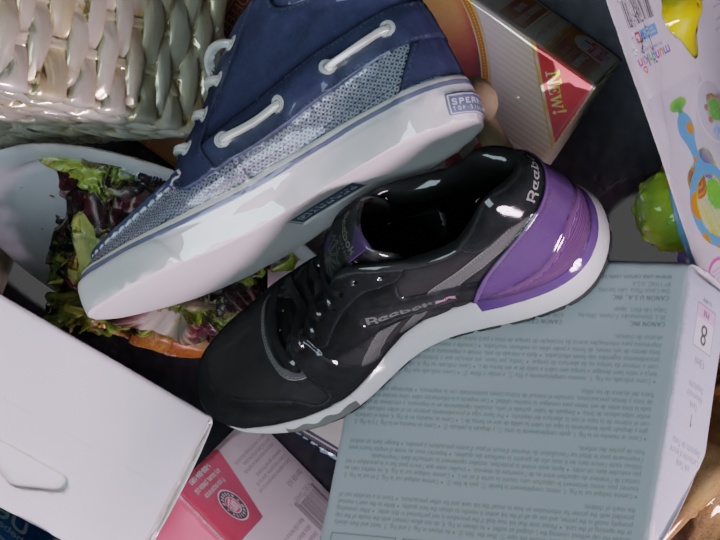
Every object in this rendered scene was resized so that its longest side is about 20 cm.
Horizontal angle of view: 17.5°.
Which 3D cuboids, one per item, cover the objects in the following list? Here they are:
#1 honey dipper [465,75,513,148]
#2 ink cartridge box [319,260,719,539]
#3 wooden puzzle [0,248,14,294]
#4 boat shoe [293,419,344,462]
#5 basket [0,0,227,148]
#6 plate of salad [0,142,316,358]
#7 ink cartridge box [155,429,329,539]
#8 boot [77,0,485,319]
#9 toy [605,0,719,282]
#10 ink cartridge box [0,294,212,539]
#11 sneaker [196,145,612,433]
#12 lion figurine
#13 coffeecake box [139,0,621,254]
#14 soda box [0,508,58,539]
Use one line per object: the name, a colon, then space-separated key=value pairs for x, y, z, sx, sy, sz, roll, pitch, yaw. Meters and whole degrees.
honey dipper: x=0.081 y=-0.019 z=1.059 sx=0.038 sy=0.038 sz=0.200 roll=-13 pitch=141 yaw=20
ink cartridge box: x=0.063 y=0.094 z=1.004 sx=0.162 sy=0.057 sz=0.200 roll=1 pitch=75 yaw=34
wooden puzzle: x=-0.288 y=-0.001 z=1.244 sx=0.200 sy=0.046 sz=0.185 roll=25 pitch=112 yaw=5
boat shoe: x=0.038 y=0.124 z=1.152 sx=0.200 sy=0.075 sz=0.093 roll=26 pitch=111 yaw=2
basket: x=-0.169 y=-0.161 z=1.029 sx=0.161 sy=0.198 sz=0.200 roll=0 pitch=84 yaw=40
plate of salad: x=-0.099 y=0.003 z=1.121 sx=0.200 sy=0.200 sz=0.048 roll=18 pitch=65 yaw=9
ink cartridge box: x=-0.026 y=0.184 z=1.155 sx=0.200 sy=0.146 sz=0.085 roll=44 pitch=107 yaw=2
boot: x=-0.047 y=-0.057 z=1.002 sx=0.200 sy=0.073 sz=0.090 roll=-28 pitch=75 yaw=18
toy: x=0.151 y=-0.044 z=1.058 sx=0.047 sy=0.115 sz=0.200 roll=-8 pitch=104 yaw=36
ink cartridge box: x=-0.176 y=0.060 z=1.113 sx=0.146 sy=0.200 sz=0.084 roll=32 pitch=81 yaw=-24
sneaker: x=0.000 y=0.000 z=1.000 sx=0.200 sy=0.088 sz=0.076 roll=-28 pitch=56 yaw=21
lion figurine: x=0.144 y=0.094 z=1.044 sx=0.072 sy=0.200 sz=0.123 roll=40 pitch=104 yaw=-10
coffeecake box: x=-0.004 y=-0.090 z=1.110 sx=0.200 sy=0.073 sz=0.154 roll=35 pitch=112 yaw=5
soda box: x=-0.222 y=0.158 z=1.181 sx=0.064 sy=0.200 sz=0.068 roll=45 pitch=113 yaw=1
